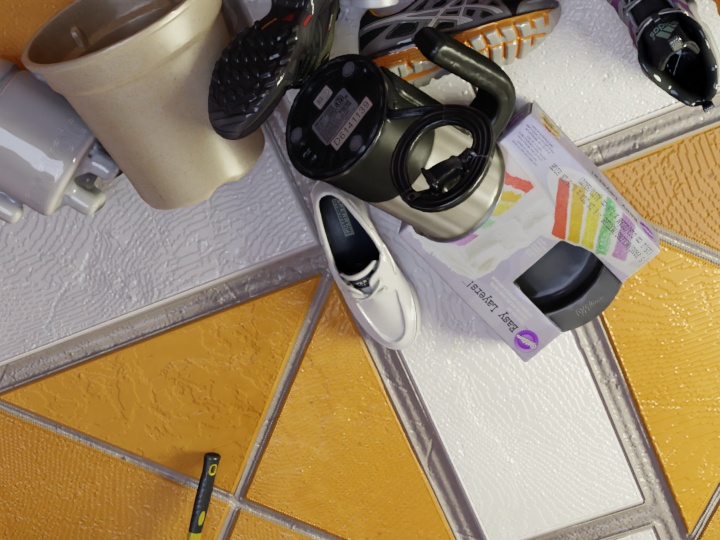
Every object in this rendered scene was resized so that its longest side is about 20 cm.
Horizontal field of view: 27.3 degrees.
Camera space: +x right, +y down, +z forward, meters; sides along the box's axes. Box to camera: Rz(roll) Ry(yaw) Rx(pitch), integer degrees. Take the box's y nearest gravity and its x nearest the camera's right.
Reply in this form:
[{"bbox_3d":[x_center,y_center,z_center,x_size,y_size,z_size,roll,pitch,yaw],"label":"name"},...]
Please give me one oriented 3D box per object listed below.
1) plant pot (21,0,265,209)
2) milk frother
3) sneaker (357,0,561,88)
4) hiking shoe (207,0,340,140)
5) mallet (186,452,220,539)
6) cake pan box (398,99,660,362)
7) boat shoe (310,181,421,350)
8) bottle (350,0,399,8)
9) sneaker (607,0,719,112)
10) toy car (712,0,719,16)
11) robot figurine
[{"bbox_3d":[-0.185,-0.168,1.390,0.199,0.201,0.184,-19,120,14],"label":"plant pot"},{"bbox_3d":[0.067,-0.091,1.317,0.180,0.201,0.188,-36,143,26],"label":"milk frother"},{"bbox_3d":[0.089,-0.228,1.379,0.198,0.078,0.078,-14,70,-1],"label":"sneaker"},{"bbox_3d":[-0.066,-0.188,1.349,0.075,0.201,0.101,18,157,29],"label":"hiking shoe"},{"bbox_3d":[-0.177,0.296,1.645,0.066,0.041,0.201,12,104,-38],"label":"mallet"},{"bbox_3d":[0.168,-0.033,1.458,0.184,0.052,0.200,-40,101,22],"label":"cake pan box"},{"bbox_3d":[0.000,0.000,1.484,0.073,0.065,0.201,-25,106,16],"label":"boat shoe"},{"bbox_3d":[0.006,-0.341,1.338,0.065,0.083,0.202,-19,115,-33],"label":"bottle"},{"bbox_3d":[0.264,-0.229,1.315,0.078,0.140,0.200,-35,104,19],"label":"sneaker"},{"bbox_3d":[0.389,-0.247,1.304,0.199,0.184,0.178,4,117,38],"label":"toy car"},{"bbox_3d":[-0.329,-0.132,1.450,0.199,0.113,0.170,31,93,-6],"label":"robot figurine"}]
